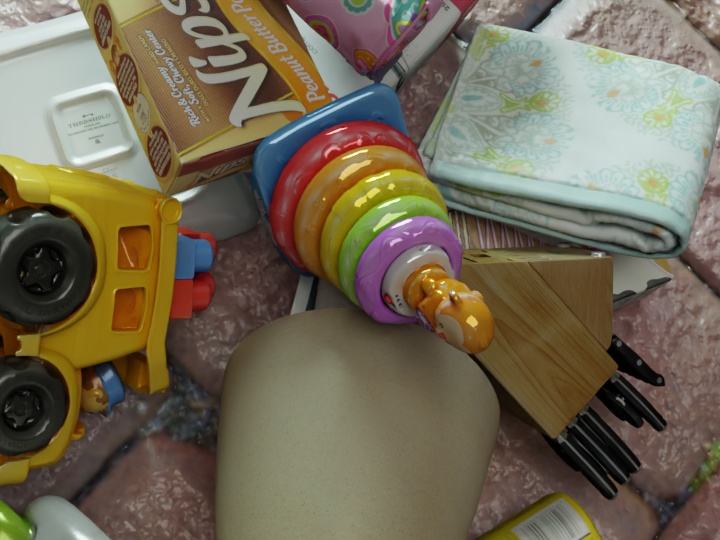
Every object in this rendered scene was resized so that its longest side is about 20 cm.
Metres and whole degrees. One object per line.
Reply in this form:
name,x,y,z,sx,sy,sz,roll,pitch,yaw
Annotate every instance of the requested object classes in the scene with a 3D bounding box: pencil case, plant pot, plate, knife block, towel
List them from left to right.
plate,-0.193,-0.097,0.957,0.198,0.032,0.202,-18,81,-17
pencil case,-0.036,-0.217,0.833,0.200,0.087,0.088,45,71,-6
plant pot,-0.015,0.160,0.811,0.185,0.188,0.201,19,45,-7
knife block,0.115,0.073,0.913,0.198,0.064,0.178,-2,99,-21
towel,0.152,-0.099,0.958,0.198,0.048,0.172,16,52,12

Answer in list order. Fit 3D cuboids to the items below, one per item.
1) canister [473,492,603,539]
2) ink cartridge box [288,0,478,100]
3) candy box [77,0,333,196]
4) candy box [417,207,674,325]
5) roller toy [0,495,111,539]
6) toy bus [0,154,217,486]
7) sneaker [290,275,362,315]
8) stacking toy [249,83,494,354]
canister,0.088,0.259,0.901,0.199,0.087,0.150,-27,83,-19
ink cartridge box,-0.022,-0.186,0.977,0.145,0.084,0.200,42,63,-1
candy box,-0.110,-0.161,0.857,0.114,0.055,0.202,-20,80,-26
candy box,0.115,-0.017,0.991,0.198,0.061,0.138,-20,80,-17
roller toy,-0.172,0.243,0.792,0.199,0.183,0.140,34,69,31
toy bus,-0.180,0.030,0.879,0.190,0.135,0.203,2,99,-36
sneaker,0.000,0.000,0.927,0.080,0.076,0.202,14,100,7
stacking toy,0.022,-0.010,0.790,0.109,0.117,0.200,-28,42,-10
